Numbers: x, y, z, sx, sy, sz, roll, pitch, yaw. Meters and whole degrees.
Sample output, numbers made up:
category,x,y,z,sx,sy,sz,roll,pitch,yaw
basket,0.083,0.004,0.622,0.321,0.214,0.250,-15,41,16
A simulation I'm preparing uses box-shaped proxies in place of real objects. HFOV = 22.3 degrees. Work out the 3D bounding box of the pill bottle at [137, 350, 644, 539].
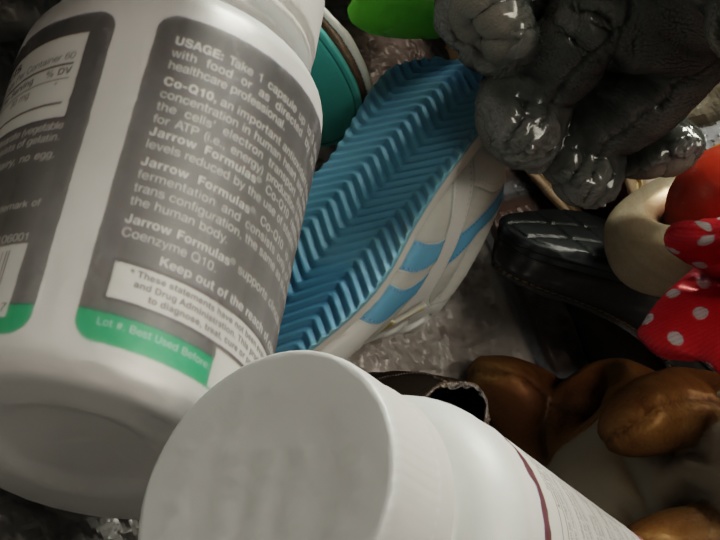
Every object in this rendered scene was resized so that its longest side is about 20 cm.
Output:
category,x,y,z,sx,sy,sz,roll,pitch,yaw
pill bottle,0.026,0.106,0.580,0.200,0.109,0.110,38,45,-46

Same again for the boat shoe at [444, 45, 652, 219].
category,x,y,z,sx,sy,sz,roll,pitch,yaw
boat shoe,0.085,-0.098,0.883,0.200,0.074,0.069,49,36,-17

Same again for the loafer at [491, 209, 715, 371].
category,x,y,z,sx,sy,sz,roll,pitch,yaw
loafer,0.134,0.025,0.871,0.200,0.072,0.073,18,17,-36

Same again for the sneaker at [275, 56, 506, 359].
category,x,y,z,sx,sy,sz,roll,pitch,yaw
sneaker,0.000,0.000,0.735,0.200,0.076,0.081,-46,143,-33

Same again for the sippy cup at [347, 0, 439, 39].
category,x,y,z,sx,sy,sz,roll,pitch,yaw
sippy cup,-0.006,-0.191,0.794,0.130,0.140,0.178,7,21,-40

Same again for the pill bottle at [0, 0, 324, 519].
category,x,y,z,sx,sy,sz,roll,pitch,yaw
pill bottle,-0.075,-0.025,0.633,0.113,0.113,0.200,32,54,-31

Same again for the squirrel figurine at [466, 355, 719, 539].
category,x,y,z,sx,sy,sz,roll,pitch,yaw
squirrel figurine,0.180,0.087,0.795,0.200,0.187,0.142,13,60,-43

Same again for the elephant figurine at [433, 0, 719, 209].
category,x,y,z,sx,sy,sz,roll,pitch,yaw
elephant figurine,0.139,-0.117,0.697,0.141,0.200,0.155,-12,74,-46

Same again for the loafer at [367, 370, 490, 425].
category,x,y,z,sx,sy,sz,roll,pitch,yaw
loafer,-0.007,0.099,0.678,0.073,0.071,0.200,48,42,-18

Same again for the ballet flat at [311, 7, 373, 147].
category,x,y,z,sx,sy,sz,roll,pitch,yaw
ballet flat,-0.074,-0.120,0.741,0.200,0.069,0.070,28,51,-33

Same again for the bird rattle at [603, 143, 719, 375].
category,x,y,z,sx,sy,sz,roll,pitch,yaw
bird rattle,0.175,-0.014,0.760,0.200,0.163,0.113,-36,112,-28
